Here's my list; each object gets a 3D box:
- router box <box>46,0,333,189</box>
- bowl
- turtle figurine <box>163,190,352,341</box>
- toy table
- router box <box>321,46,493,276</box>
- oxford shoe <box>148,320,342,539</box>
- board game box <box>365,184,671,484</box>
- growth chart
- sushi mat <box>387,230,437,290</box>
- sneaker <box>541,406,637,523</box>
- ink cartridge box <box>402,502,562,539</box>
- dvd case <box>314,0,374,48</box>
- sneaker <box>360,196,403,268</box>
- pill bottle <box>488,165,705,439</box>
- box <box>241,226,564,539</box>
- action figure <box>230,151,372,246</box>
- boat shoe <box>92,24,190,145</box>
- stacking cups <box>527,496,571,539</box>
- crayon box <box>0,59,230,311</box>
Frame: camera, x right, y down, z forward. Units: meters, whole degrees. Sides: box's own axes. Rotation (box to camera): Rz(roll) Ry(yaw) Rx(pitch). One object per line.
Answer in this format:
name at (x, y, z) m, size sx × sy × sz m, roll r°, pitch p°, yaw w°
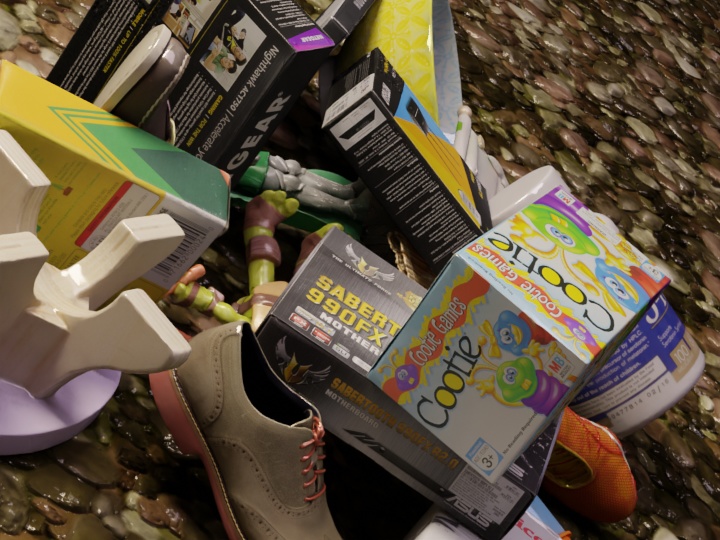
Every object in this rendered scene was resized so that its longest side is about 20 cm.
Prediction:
router box at (-0.129, -0.130, 1.368) m, size 0.149 × 0.200 × 0.051 m, roll 48°, pitch 31°, yaw 16°
bowl at (0.024, -0.147, 1.684) m, size 0.107 × 0.201 × 0.200 m, roll -4°, pitch 27°, yaw 10°
turtle figurine at (-0.051, 0.032, 1.378) m, size 0.199 × 0.064 × 0.162 m, roll 23°, pitch 48°, yaw -10°
toy table at (-0.191, 0.021, 1.165) m, size 0.184 × 0.117 × 0.200 m, roll 42°, pitch 26°, yaw 6°
router box at (0.037, -0.082, 1.486) m, size 0.149 × 0.051 × 0.200 m, roll 52°, pitch 10°, yaw -12°
oxford shoe at (-0.048, 0.123, 1.197) m, size 0.201 × 0.075 × 0.070 m, roll 57°, pitch 24°, yaw -9°
board game box at (0.105, 0.035, 1.250) m, size 0.103 × 0.105 × 0.200 m, roll 40°, pitch 26°, yaw 9°
growth chart at (0.123, -0.032, 1.673) m, size 0.201 × 0.018 × 0.145 m, roll 62°, pitch 18°, yaw -15°
sushi mat at (0.069, 0.034, 1.486) m, size 0.200 × 0.012 × 0.096 m, roll 28°, pitch 46°, yaw -65°
sneaker at (0.131, 0.123, 1.445) m, size 0.200 × 0.073 × 0.077 m, roll 46°, pitch 25°, yaw -23°
ink cartridge box at (0.073, 0.229, 1.214) m, size 0.145 × 0.083 × 0.200 m, roll 39°, pitch 25°, yaw 2°
dvd case at (-0.042, -0.181, 1.630) m, size 0.025 × 0.150 × 0.200 m, roll 43°, pitch 26°, yaw -8°
sneaker at (0.000, 0.000, 1.486) m, size 0.082 × 0.075 × 0.200 m, roll 26°, pitch 30°, yaw -26°
pill bottle at (0.170, 0.024, 1.563) m, size 0.200 × 0.119 × 0.120 m, roll 54°, pitch 25°, yaw -9°
box at (0.033, 0.070, 1.281) m, size 0.200 × 0.048 × 0.158 m, roll 35°, pitch 26°, yaw 0°
action figure at (-0.091, -0.075, 1.473) m, size 0.199 × 0.055 × 0.118 m, roll 13°, pitch 19°, yaw -7°
boat shoe at (-0.154, -0.086, 1.296) m, size 0.059 × 0.200 × 0.072 m, roll 37°, pitch 47°, yaw -9°
stacking cups at (0.116, 0.178, 1.376) m, size 0.200 × 0.061 × 0.060 m, roll 48°, pitch 28°, yaw 16°
crayon box at (-0.197, -0.049, 1.247) m, size 0.199 × 0.127 × 0.051 m, roll 27°, pitch 39°, yaw -25°
